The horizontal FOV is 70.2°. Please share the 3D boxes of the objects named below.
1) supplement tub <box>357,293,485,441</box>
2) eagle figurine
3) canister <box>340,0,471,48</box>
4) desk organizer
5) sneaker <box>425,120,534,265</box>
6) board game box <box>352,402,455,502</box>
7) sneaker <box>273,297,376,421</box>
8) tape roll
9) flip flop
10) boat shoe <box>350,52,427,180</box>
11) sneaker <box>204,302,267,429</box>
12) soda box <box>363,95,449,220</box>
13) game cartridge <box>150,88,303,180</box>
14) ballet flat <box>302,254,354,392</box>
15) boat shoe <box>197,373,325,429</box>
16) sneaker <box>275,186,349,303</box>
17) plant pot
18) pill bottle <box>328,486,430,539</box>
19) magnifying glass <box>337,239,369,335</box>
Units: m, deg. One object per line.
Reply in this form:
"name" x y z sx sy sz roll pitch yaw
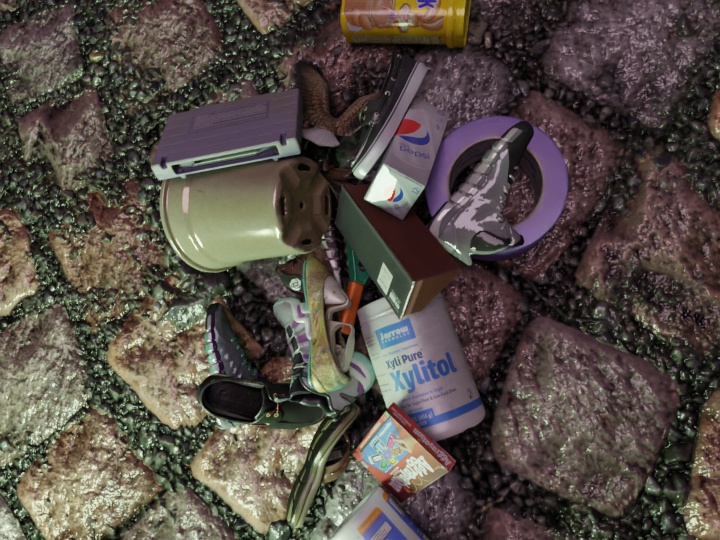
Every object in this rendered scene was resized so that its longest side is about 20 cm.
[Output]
"supplement tub" 0.084 0.132 0.731 0.131 0.132 0.201 -21 80 8
"eagle figurine" -0.041 -0.238 0.804 0.151 0.151 0.201 12 81 47
"canister" 0.077 -0.442 0.832 0.199 0.087 0.149 7 84 14
"desk organizer" 0.045 -0.036 0.698 0.077 0.072 0.200 -13 49 -26
"sneaker" 0.190 -0.091 0.690 0.115 0.075 0.200 41 102 9
"board game box" 0.051 0.256 0.701 0.103 0.200 0.019 40 56 14
"sneaker" -0.088 0.138 0.762 0.200 0.078 0.140 38 53 14
"tape roll" 0.199 -0.119 0.765 0.199 0.085 0.201 -1 83 11
"flip flop" -0.050 0.293 0.772 0.057 0.081 0.201 25 86 -11
"boat shoe" 0.030 -0.222 0.734 0.056 0.069 0.201 30 76 -7
"sneaker" -0.197 0.149 0.828 0.087 0.074 0.201 -7 89 -6
"soda box" 0.070 -0.165 0.724 0.063 0.068 0.200 28 46 -5
"game cartridge" -0.178 -0.189 0.707 0.199 0.039 0.130 -9 44 7
"ballet flat" -0.041 0.070 0.727 0.070 0.071 0.201 -8 69 10
"boat shoe" -0.145 0.203 0.773 0.200 0.063 0.074 14 84 -14
"sneaker" -0.086 -0.035 0.818 0.115 0.076 0.201 -9 82 13
"plant pot" -0.151 -0.092 0.748 0.183 0.200 0.202 4 83 31
"pill bottle" 0.057 0.415 0.710 0.200 0.112 0.112 44 93 14
"magnifying glass" 0.000 0.000 0.787 0.022 0.079 0.201 -4 66 55
